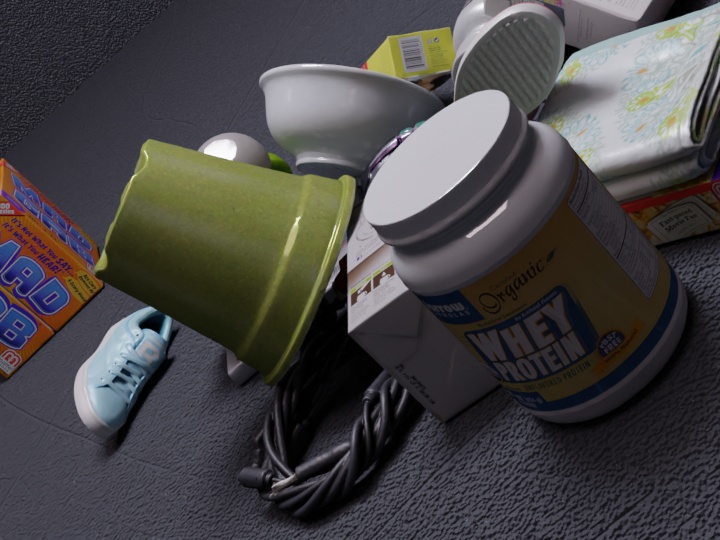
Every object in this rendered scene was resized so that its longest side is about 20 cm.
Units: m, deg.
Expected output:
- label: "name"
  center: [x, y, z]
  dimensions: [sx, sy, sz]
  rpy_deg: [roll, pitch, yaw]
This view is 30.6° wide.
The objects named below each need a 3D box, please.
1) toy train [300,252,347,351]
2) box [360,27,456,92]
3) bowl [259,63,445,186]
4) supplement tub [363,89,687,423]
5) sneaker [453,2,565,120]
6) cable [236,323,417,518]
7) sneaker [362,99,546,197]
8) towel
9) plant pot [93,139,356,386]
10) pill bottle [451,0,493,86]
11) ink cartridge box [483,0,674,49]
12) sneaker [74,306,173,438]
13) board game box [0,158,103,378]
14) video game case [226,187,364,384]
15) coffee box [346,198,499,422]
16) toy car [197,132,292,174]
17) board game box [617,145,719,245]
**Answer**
- label: "toy train"
  center: [0.000, 0.000, 1.261]
  dimensions: [0.200, 0.046, 0.034]
  rpy_deg: [-41, 23, 7]
- label: "box"
  center: [0.042, -0.210, 1.438]
  dimensions: [0.075, 0.050, 0.200]
  rpy_deg: [-12, -3, -13]
- label: "bowl"
  center: [-0.015, -0.144, 1.397]
  dimensions: [0.201, 0.201, 0.091]
  rpy_deg: [-3, 76, 58]
- label: "supplement tub"
  center: [0.111, -0.009, 0.892]
  dimensions: [0.145, 0.200, 0.145]
  rpy_deg: [-36, 24, 19]
- label: "sneaker"
  center: [0.120, -0.161, 1.093]
  dimensions: [0.200, 0.075, 0.105]
  rpy_deg: [108, -177, -50]
- label: "cable"
  center: [-0.018, 0.111, 1.098]
  dimensions: [0.200, 0.051, 0.163]
  rpy_deg: [-53, 24, -20]
- label: "sneaker"
  center: [0.097, -0.100, 1.198]
  dimensions: [0.200, 0.074, 0.088]
  rpy_deg: [-25, 35, 5]
- label: "towel"
  center: [0.205, -0.122, 1.006]
  dimensions: [0.200, 0.048, 0.171]
  rpy_deg: [-16, 35, 50]
- label: "plant pot"
  center: [-0.127, -0.023, 1.162]
  dimensions: [0.200, 0.184, 0.201]
  rpy_deg: [-159, 90, -81]
- label: "pill bottle"
  center: [0.158, -0.254, 1.347]
  dimensions: [0.111, 0.111, 0.200]
  rpy_deg: [-23, 31, 41]
- label: "ink cartridge box"
  center: [0.193, -0.284, 1.248]
  dimensions: [0.200, 0.067, 0.117]
  rpy_deg: [25, 63, 20]
- label: "sneaker"
  center: [-0.262, 0.103, 1.490]
  dimensions: [0.082, 0.074, 0.200]
  rpy_deg: [-36, 25, 27]
- label: "board game box"
  center: [-0.526, -0.007, 1.947]
  dimensions: [0.200, 0.200, 0.200]
  rpy_deg: [-43, 24, 4]
- label: "video game case"
  center: [-0.064, 0.010, 1.382]
  dimensions: [0.200, 0.024, 0.182]
  rpy_deg: [-41, 23, 11]
- label: "coffee box"
  center: [0.054, 0.012, 1.066]
  dimensions: [0.080, 0.114, 0.200]
  rpy_deg: [-37, 25, 18]
- label: "toy car"
  center: [-0.114, -0.025, 1.328]
  dimensions: [0.150, 0.175, 0.200]
  rpy_deg: [25, 66, 30]
- label: "board game box"
  center: [0.236, -0.085, 1.013]
  dimensions: [0.200, 0.046, 0.152]
  rpy_deg: [-18, 34, 47]
